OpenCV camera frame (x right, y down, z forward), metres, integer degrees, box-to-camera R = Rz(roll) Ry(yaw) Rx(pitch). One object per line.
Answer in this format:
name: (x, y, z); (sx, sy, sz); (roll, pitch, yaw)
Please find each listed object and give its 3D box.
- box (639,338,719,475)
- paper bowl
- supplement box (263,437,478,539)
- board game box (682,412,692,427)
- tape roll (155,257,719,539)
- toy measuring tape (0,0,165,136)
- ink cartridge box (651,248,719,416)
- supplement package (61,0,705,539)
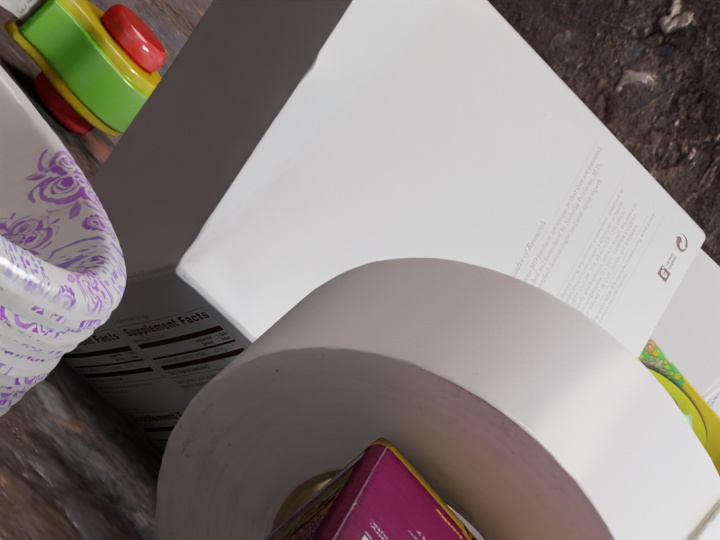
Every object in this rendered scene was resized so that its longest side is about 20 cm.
box: (0.098, 0.104, 1.318); (0.200, 0.122, 0.193); (50, -11, 8)
paper bowl: (-0.175, -0.032, 0.820); (0.201, 0.104, 0.201); (47, 10, -11)
supplement box: (-0.015, 0.142, 0.780); (0.103, 0.131, 0.200); (48, 10, 0)
board game box: (0.099, 0.171, 1.020); (0.029, 0.135, 0.201); (14, 45, -18)
tape roll: (0.029, 0.099, 0.927); (0.203, 0.202, 0.071); (49, 41, 0)
toy measuring tape: (-0.155, -0.117, 1.385); (0.074, 0.073, 0.200); (53, 10, 27)
ink cartridge box: (0.120, 0.020, 1.460); (0.200, 0.084, 0.145); (46, -29, 17)
supplement package: (0.000, 0.000, 1.109); (0.200, 0.192, 0.147); (44, -29, -22)
